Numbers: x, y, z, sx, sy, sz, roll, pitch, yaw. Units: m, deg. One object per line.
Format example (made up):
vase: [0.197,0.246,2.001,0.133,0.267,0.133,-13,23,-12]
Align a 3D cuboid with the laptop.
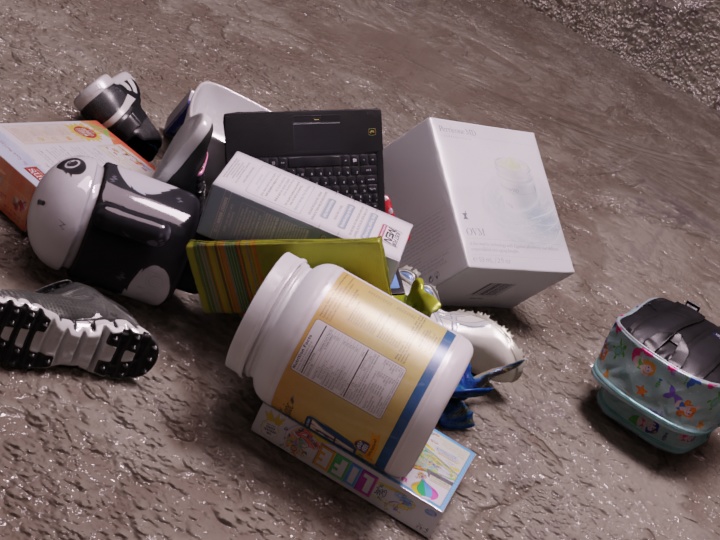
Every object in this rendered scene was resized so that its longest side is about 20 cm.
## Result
laptop: [-0.051,-0.072,1.550,0.175,0.202,0.103,-2,2,-11]

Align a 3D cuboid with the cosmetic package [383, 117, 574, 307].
cosmetic package: [0.141,-0.070,1.837,0.198,0.123,0.202,2,65,-43]

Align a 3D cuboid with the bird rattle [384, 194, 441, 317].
bird rattle: [0.000,0.000,1.600,0.162,0.113,0.202,3,55,-35]

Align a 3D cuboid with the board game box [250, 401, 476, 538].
board game box: [0.006,0.168,1.435,0.199,0.034,0.134,31,24,8]

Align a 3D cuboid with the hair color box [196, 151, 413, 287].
hair color box: [-0.054,-0.042,1.470,0.198,0.061,0.099,22,26,1]

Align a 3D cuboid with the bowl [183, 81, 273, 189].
bowl: [-0.120,-0.125,1.696,0.199,0.075,0.200,26,21,-11]

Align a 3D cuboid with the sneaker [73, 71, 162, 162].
sneaker: [-0.291,-0.180,1.807,0.112,0.073,0.200,52,6,-6]

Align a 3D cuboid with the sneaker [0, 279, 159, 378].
sneaker: [-0.287,0.046,1.348,0.199,0.067,0.091,14,24,-35]

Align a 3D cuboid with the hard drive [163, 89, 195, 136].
hard drive: [-0.143,-0.169,1.877,0.198,0.026,0.132,19,-16,-17]

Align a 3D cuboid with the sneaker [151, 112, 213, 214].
sneaker: [-0.174,-0.085,1.573,0.099,0.200,0.071,28,44,-11]

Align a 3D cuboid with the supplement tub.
supplement tub: [-0.011,0.084,1.363,0.199,0.146,0.145,29,24,5]

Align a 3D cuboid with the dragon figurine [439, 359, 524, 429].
dragon figurine: [0.102,0.132,1.573,0.198,0.059,0.100,7,32,-31]

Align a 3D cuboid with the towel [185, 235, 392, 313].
towel: [-0.069,0.005,1.431,0.198,0.087,0.018,-1,36,15]

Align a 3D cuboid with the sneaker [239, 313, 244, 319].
sneaker: [-0.081,0.007,1.619,0.083,0.077,0.200,24,25,3]

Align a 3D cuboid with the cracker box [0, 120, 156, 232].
cracker box: [-0.329,-0.107,1.616,0.134,0.058,0.199,38,25,26]

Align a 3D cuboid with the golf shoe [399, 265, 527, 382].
golf shoe: [0.091,0.081,1.677,0.199,0.079,0.097,30,41,21]

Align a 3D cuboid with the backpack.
backpack: [0.369,0.126,1.748,0.177,0.152,0.199,34,17,22]

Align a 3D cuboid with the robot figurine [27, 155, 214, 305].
robot figurine: [-0.238,-0.041,1.489,0.198,0.151,0.126,20,45,-16]
